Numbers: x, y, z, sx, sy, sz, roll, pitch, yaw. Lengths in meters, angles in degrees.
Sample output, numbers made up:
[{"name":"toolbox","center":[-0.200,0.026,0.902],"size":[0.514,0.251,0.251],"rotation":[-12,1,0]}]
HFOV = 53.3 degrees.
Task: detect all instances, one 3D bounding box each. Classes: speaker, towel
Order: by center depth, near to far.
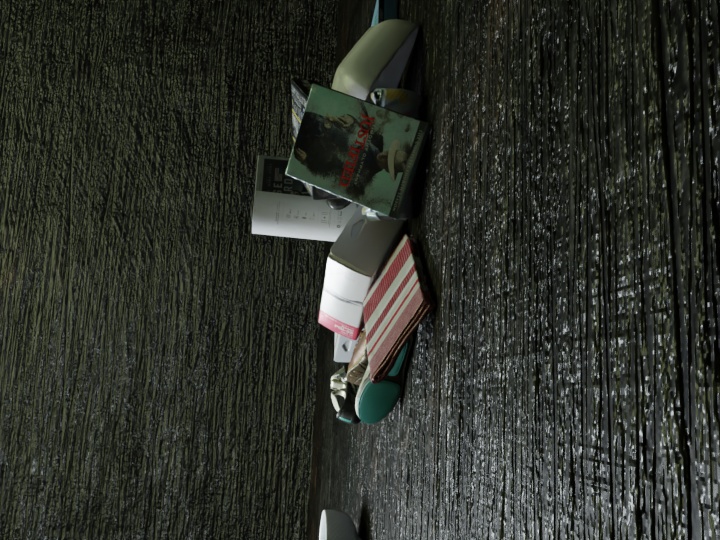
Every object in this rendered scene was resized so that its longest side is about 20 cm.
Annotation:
[{"name":"towel","center":[0.049,0.048,1.023],"size":[0.145,0.022,0.201],"rotation":[-57,18,24]},{"name":"speaker","center":[-0.107,-0.101,1.354],"size":[0.081,0.196,0.083],"rotation":[-175,90,-83]}]

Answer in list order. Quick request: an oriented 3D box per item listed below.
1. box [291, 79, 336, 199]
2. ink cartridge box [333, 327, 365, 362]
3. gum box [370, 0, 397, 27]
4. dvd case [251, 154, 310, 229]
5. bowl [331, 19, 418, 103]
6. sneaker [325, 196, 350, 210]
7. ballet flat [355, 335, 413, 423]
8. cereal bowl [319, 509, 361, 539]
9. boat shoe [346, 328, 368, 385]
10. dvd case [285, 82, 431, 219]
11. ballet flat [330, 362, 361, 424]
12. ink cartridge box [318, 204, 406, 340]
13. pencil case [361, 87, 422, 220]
[{"name":"box","center":[-0.082,-0.228,1.223],"size":[0.200,0.048,0.164],"rotation":[-123,32,-64]},{"name":"ink cartridge box","center":[-0.006,0.064,1.439],"size":[0.147,0.081,0.203],"rotation":[104,168,-55]},{"name":"gum box","center":[0.041,-0.444,1.511],"size":[0.200,0.044,0.173],"rotation":[112,160,-67]},{"name":"dvd case","center":[-0.111,-0.147,1.422],"size":[0.025,0.196,0.154],"rotation":[117,157,-75]},{"name":"bowl","center":[0.008,-0.313,1.207],"size":[0.202,0.074,0.201],"rotation":[-58,-5,-30]},{"name":"sneaker","center":[-0.030,-0.166,1.340],"size":[0.202,0.072,0.081],"rotation":[-85,-6,-54]},{"name":"ballet flat","center":[0.042,0.150,1.108],"size":[0.063,0.066,0.203],"rotation":[-78,6,-57]},{"name":"cereal bowl","center":[-0.039,0.579,1.420],"size":[0.200,0.081,0.205],"rotation":[-176,90,-83]},{"name":"boat shoe","center":[0.024,0.137,1.224],"size":[0.201,0.071,0.069],"rotation":[114,165,-54]},{"name":"dvd case","center":[-0.007,-0.179,1.068],"size":[0.022,0.197,0.148],"rotation":[-9,-59,-68]},{"name":"ballet flat","center":[-0.033,0.264,1.614],"size":[0.201,0.067,0.069],"rotation":[-97,13,-61]},{"name":"ink cartridge box","center":[0.000,0.000,1.216],"size":[0.148,0.082,0.201],"rotation":[-58,-10,-34]},{"name":"pencil case","center":[0.048,-0.177,1.106],"size":[0.090,0.082,0.205],"rotation":[-4,-81,-64]}]
